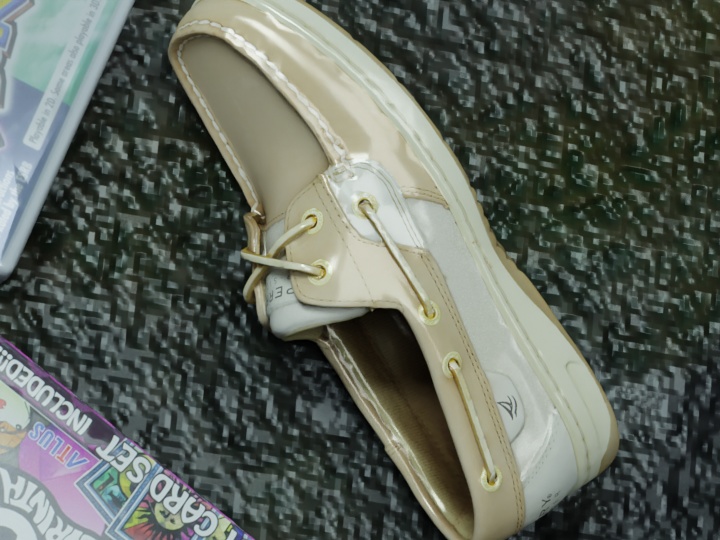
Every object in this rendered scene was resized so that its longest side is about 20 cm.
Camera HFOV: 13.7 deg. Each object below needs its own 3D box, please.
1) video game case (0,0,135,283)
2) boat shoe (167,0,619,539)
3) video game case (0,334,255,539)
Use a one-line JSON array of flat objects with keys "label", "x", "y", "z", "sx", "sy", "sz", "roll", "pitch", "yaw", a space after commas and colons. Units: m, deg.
[{"label": "video game case", "x": -0.153, "y": -0.123, "z": 0.941, "sx": 0.182, "sy": 0.023, "sz": 0.201, "roll": 27, "pitch": 71, "yaw": -12}, {"label": "boat shoe", "x": 0.000, "y": 0.000, "z": 0.941, "sx": 0.069, "sy": 0.074, "sz": 0.200, "roll": -40, "pitch": 94, "yaw": -28}, {"label": "video game case", "x": -0.115, "y": 0.128, "z": 0.892, "sx": 0.200, "sy": 0.036, "sz": 0.182, "roll": 40, "pitch": 70, "yaw": -8}]
